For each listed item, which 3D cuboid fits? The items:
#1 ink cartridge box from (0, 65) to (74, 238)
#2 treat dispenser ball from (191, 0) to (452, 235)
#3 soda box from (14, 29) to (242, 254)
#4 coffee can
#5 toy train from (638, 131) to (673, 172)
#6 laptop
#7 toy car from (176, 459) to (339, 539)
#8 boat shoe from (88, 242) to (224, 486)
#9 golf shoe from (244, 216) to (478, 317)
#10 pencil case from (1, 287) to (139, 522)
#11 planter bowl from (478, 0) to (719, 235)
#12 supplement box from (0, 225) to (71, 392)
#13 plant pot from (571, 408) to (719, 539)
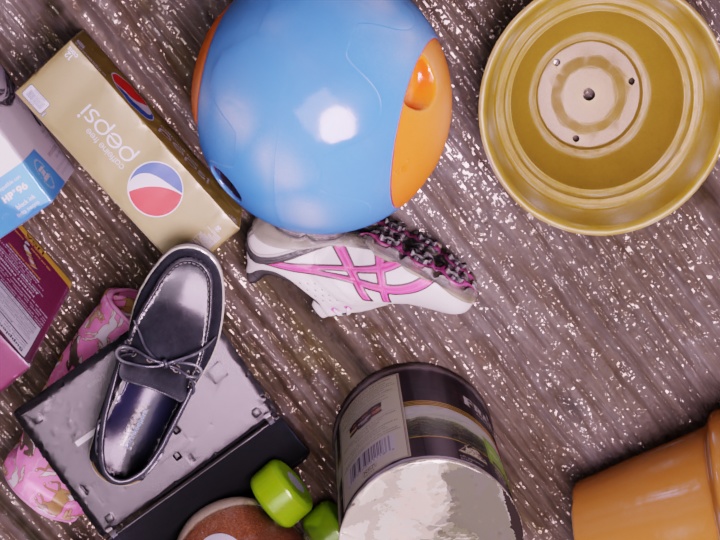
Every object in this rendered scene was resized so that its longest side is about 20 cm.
[{"bbox_3d":[-0.314,-0.131,1.126,0.067,0.116,0.201,-32,106,7],"label":"ink cartridge box"},{"bbox_3d":[-0.029,-0.129,1.092,0.197,0.201,0.204,-1,107,-2],"label":"treat dispenser ball"},{"bbox_3d":[-0.183,-0.095,1.167,0.064,0.068,0.200,-39,104,9],"label":"soda box"},{"bbox_3d":[0.050,0.181,1.189,0.144,0.200,0.149,-1,108,-2],"label":"coffee can"},{"bbox_3d":[0.277,-0.115,1.198,0.046,0.034,0.200,37,102,-25],"label":"toy train"},{"bbox_3d":[-0.159,0.138,1.211,0.176,0.103,0.201,-35,101,-4],"label":"laptop"},{"bbox_3d":[-0.068,0.296,1.204,0.164,0.201,0.158,-40,132,5],"label":"toy car"},{"bbox_3d":[-0.156,0.077,1.120,0.074,0.062,0.202,22,92,-10],"label":"boat shoe"},{"bbox_3d":[0.000,0.000,1.204,0.197,0.073,0.093,21,111,2],"label":"golf shoe"},{"bbox_3d":[-0.224,0.115,1.223,0.082,0.086,0.201,16,112,-53],"label":"pencil case"},{"bbox_3d":[0.189,-0.136,1.158,0.197,0.084,0.204,0,104,-1],"label":"planter bowl"},{"bbox_3d":[-0.318,0.041,1.134,0.130,0.200,0.104,-37,105,10],"label":"supplement box"},{"bbox_3d":[0.282,0.226,1.227,0.181,0.200,0.203,-14,108,18],"label":"plant pot"}]
